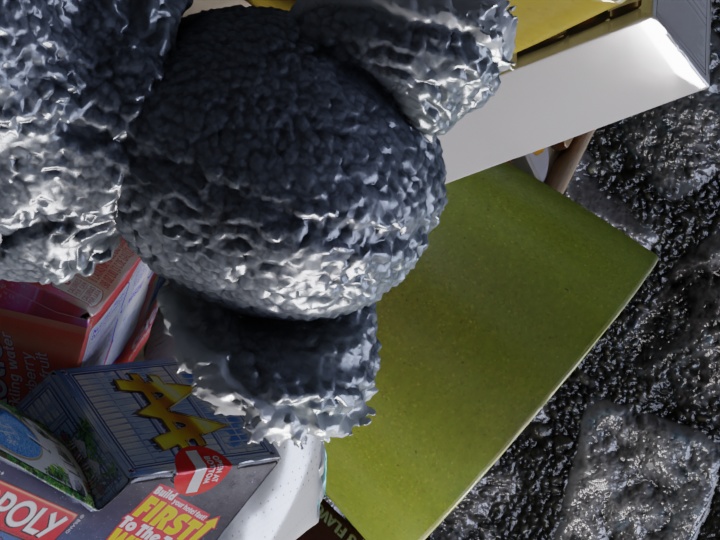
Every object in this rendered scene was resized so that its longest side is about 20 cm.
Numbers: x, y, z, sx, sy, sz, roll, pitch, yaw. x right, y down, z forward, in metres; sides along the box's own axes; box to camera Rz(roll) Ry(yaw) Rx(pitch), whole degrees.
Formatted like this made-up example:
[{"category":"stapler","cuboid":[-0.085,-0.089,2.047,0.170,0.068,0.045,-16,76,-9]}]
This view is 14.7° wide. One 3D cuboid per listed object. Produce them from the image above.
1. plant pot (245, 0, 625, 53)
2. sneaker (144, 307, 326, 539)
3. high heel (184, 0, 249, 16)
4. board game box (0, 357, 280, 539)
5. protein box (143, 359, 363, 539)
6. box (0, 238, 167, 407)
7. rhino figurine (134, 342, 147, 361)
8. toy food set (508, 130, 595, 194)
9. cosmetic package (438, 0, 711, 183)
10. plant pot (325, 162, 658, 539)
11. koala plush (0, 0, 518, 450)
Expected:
[{"category":"plant pot","cuboid":[0.010,-0.187,1.077,0.200,0.194,0.196,-35,-156,56]},{"category":"sneaker","cuboid":[-0.038,0.055,1.076,0.075,0.088,0.200,12,-106,48]},{"category":"high heel","cuboid":[-0.062,-0.128,1.268,0.200,0.067,0.096,-61,169,27]},{"category":"board game box","cuboid":[-0.137,0.097,0.965,0.200,0.062,0.200,-44,144,5]},{"category":"protein box","cuboid":[-0.138,0.177,1.256,0.198,0.135,0.200,-31,-159,42]},{"category":"box","cuboid":[-0.118,-0.017,1.076,0.200,0.094,0.103,-60,174,-53]},{"category":"rhino figurine","cuboid":[-0.082,0.031,1.401,0.088,0.200,0.060,-73,145,-58]},{"category":"toy food set","cuboid":[0.093,-0.107,1.392,0.060,0.144,0.200,-18,-158,28]},{"category":"cosmetic package","cuboid":[0.046,-0.087,1.141,0.200,0.051,0.083,-20,-137,30]},{"category":"plant pot","cuboid":[0.000,0.000,1.270,0.187,0.200,0.187,-49,178,-3]},{"category":"koala plush","cuboid":[-0.064,-0.045,0.853,0.178,0.200,0.184,-65,176,11]}]
